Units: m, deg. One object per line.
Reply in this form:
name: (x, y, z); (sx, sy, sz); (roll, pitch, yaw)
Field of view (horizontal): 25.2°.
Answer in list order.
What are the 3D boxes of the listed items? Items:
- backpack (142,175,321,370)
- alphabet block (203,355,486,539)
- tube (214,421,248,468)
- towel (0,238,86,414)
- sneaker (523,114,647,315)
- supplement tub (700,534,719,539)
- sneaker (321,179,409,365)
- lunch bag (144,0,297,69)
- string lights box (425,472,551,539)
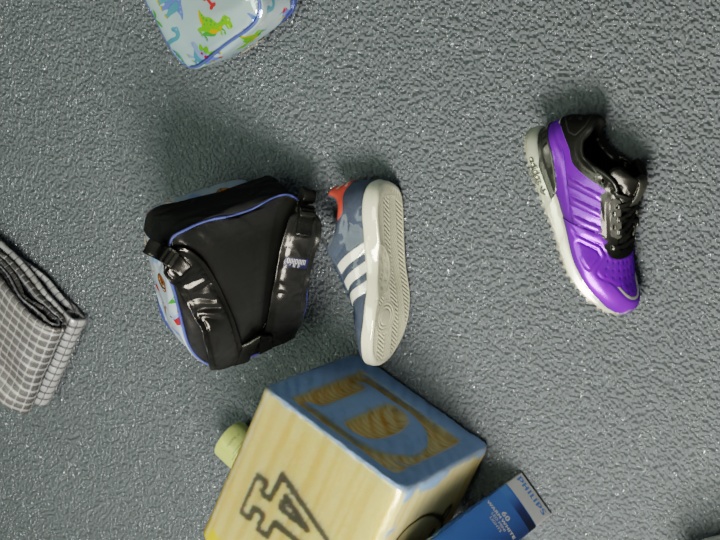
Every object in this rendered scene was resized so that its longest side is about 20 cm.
backpack: (-0.148, 0.003, 1.771); (0.154, 0.199, 0.191); (-139, 37, -57)
alphabet block: (-0.017, 0.237, 1.731); (0.196, 0.195, 0.201); (35, 116, 24)
tube: (-0.086, 0.257, 1.901); (0.200, 0.052, 0.058); (39, 123, 21)
towel: (-0.466, 0.067, 2.101); (0.200, 0.085, 0.166); (41, 126, 19)
sneaker: (0.233, -0.057, 1.525); (0.099, 0.069, 0.201); (-22, 93, 38)
supplement tub: (0.368, 0.364, 1.547); (0.122, 0.122, 0.201); (-19, 95, 40)
sneaker: (0.000, 0.000, 1.727); (0.084, 0.075, 0.201); (7, 101, 34)
lunch bag: (-0.163, -0.329, 1.718); (0.160, 0.082, 0.201); (-29, 88, 42)
string lights box: (0.102, 0.291, 1.673); (0.059, 0.200, 0.103); (54, 131, 9)
